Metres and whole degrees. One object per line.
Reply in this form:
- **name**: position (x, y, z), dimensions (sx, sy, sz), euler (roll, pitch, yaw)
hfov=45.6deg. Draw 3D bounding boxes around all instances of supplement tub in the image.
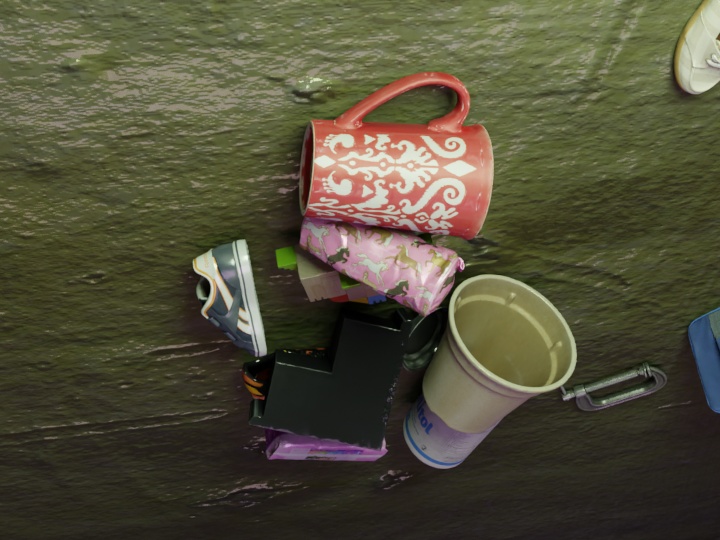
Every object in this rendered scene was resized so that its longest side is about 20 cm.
- **supplement tub**: position (0.164, 0.235, 1.452), dimensions (0.131, 0.132, 0.200), euler (5, 139, -21)

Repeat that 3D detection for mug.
- **mug**: position (0.036, -0.130, 0.980), dimensions (0.199, 0.179, 0.133), euler (3, 177, -11)

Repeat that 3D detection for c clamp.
- **c clamp**: position (0.471, 0.217, 1.593), dimensions (0.199, 0.027, 0.171), euler (-18, 142, 9)

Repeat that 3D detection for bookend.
- **bookend**: position (-0.046, 0.140, 1.257), dimensions (0.199, 0.092, 0.200), euler (12, 98, -8)

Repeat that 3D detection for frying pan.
- **frying pan**: position (0.088, 0.083, 1.280), dimensions (0.115, 0.031, 0.190), euler (-47, 144, -10)

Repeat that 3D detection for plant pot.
- **plant pot**: position (0.187, 0.140, 1.274), dimensions (0.199, 0.201, 0.184), euler (5, 140, -21)

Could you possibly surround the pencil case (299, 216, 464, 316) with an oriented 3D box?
- **pencil case**: position (0.024, -0.023, 1.037), dimensions (0.199, 0.083, 0.087), euler (30, 119, 14)

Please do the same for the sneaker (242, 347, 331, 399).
- **sneaker**: position (-0.087, 0.153, 1.328), dimensions (0.199, 0.070, 0.090), euler (-14, 146, 6)

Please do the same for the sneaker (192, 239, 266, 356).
- **sneaker**: position (-0.176, 0.043, 1.159), dimensions (0.079, 0.079, 0.201), euler (-12, 132, -6)

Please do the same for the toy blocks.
- **toy blocks**: position (0.000, 0.000, 1.150), dimensions (0.199, 0.100, 0.137), euler (-13, 155, 2)

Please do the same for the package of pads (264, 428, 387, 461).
- **package of pads**: position (-0.058, 0.249, 1.419), dimensions (0.199, 0.121, 0.076), euler (7, 145, -22)

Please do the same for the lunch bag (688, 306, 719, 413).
- **lunch bag**: position (0.636, 0.157, 1.416), dimensions (0.132, 0.201, 0.136), euler (19, 139, -30)

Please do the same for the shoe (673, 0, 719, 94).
- **shoe**: position (0.397, -0.264, 0.926), dimensions (0.069, 0.054, 0.200), euler (-4, 142, -9)
